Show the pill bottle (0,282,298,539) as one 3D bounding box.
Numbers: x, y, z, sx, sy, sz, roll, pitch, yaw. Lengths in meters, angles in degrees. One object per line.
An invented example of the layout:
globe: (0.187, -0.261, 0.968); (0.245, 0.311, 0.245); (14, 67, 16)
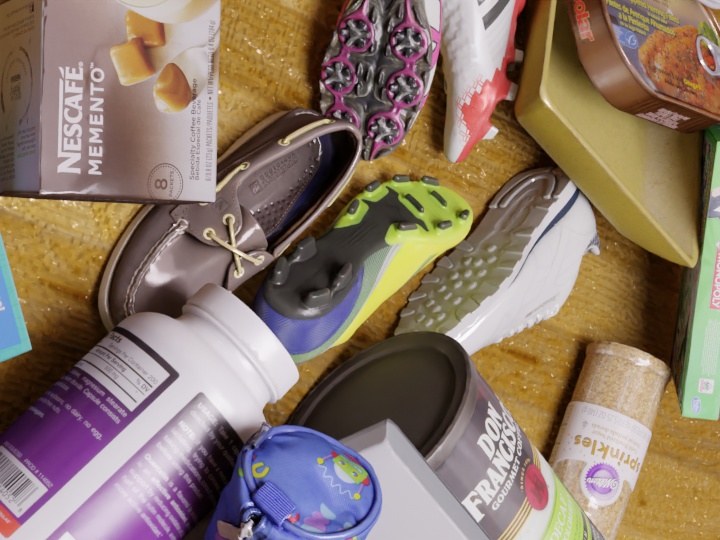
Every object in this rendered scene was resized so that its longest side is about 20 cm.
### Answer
pill bottle: (-0.130, 0.102, 0.934); (0.200, 0.112, 0.113); (-44, 119, -17)

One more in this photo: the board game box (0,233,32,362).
board game box: (-0.281, 0.003, 0.866); (0.200, 0.045, 0.153); (-24, 108, -37)

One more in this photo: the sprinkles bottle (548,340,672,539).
sprinkles bottle: (0.167, 0.154, 1.231); (0.068, 0.068, 0.201); (32, 72, -36)

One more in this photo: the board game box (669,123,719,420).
board game box: (0.259, -0.004, 1.249); (0.135, 0.029, 0.201); (-63, 158, -76)

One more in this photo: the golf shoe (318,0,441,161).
golf shoe: (0.022, -0.171, 1.088); (0.092, 0.072, 0.201); (-49, 149, -69)

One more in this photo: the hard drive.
hard drive: (-0.033, 0.173, 0.998); (0.132, 0.199, 0.026); (51, 25, -29)

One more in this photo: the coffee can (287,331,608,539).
coffee can: (0.059, 0.159, 1.092); (0.147, 0.146, 0.200); (-53, 123, -24)

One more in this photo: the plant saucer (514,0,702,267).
plant saucer: (0.173, -0.124, 1.198); (0.200, 0.048, 0.201); (44, 41, -33)

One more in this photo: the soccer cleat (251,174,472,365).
soccer cleat: (-0.001, 0.000, 1.099); (0.200, 0.065, 0.084); (-33, 153, -43)

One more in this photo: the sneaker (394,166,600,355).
sneaker: (0.103, 0.013, 1.169); (0.200, 0.076, 0.081); (-45, 124, -28)

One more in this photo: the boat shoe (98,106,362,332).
boat shoe: (-0.076, -0.029, 1.024); (0.200, 0.059, 0.072); (-44, 118, -29)

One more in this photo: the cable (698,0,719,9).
cable: (0.252, -0.291, 1.235); (0.200, 0.069, 0.201); (27, 53, -42)

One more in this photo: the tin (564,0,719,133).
tin: (0.207, -0.160, 1.191); (0.200, 0.042, 0.112); (10, 68, -52)

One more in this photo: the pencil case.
pencil case: (-0.062, 0.172, 0.927); (0.087, 0.078, 0.200); (-17, 147, -45)

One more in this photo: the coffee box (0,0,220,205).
coffee box: (-0.144, -0.139, 0.945); (0.114, 0.080, 0.201); (2, 90, -36)

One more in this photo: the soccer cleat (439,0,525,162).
soccer cleat: (0.073, -0.175, 1.142); (0.085, 0.069, 0.201); (15, 97, -7)
